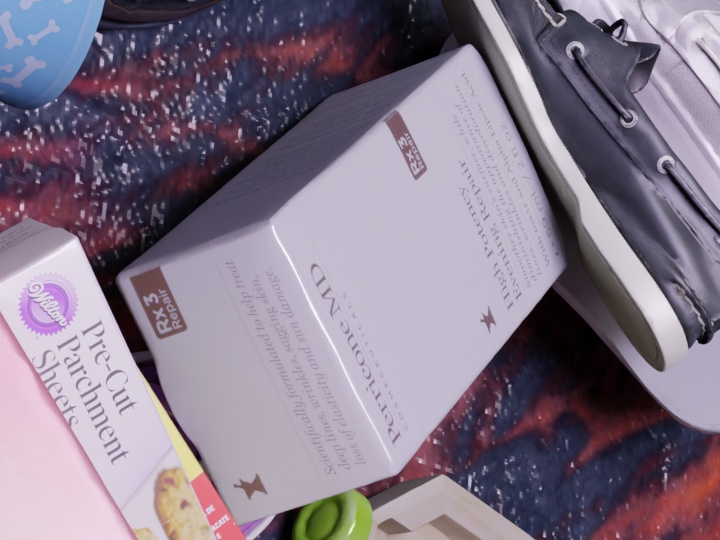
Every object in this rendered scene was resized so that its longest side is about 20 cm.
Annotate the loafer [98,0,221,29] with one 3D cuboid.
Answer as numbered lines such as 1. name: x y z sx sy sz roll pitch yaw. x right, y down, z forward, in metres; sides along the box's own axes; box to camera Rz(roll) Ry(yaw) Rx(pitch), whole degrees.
1. loafer: -0.035 -0.144 1.063 0.200 0.063 0.072 -28 101 -47

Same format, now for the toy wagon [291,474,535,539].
1. toy wagon: 0.020 0.179 1.057 0.155 0.039 0.201 37 56 -34

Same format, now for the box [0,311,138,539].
1. box: -0.149 0.060 0.758 0.128 0.109 0.200 -32 93 -19

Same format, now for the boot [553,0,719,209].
1. boot: 0.146 -0.104 1.195 0.200 0.095 0.074 54 7 -9

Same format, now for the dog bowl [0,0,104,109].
1. dog bowl: -0.131 -0.154 0.937 0.049 0.111 0.201 2 78 -32

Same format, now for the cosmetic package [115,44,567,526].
1. cosmetic package: 0.000 0.000 1.025 0.102 0.074 0.200 64 28 -12

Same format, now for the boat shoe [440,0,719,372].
1. boat shoe: 0.094 -0.062 1.100 0.066 0.075 0.200 -28 74 -6

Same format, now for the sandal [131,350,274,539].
1. sandal: -0.088 0.069 0.961 0.202 0.050 0.083 -5 83 -45

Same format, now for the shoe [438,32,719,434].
1. shoe: 0.101 -0.017 1.179 0.200 0.071 0.091 53 3 6

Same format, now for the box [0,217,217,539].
1. box: -0.067 0.082 0.840 0.041 0.039 0.201 -30 112 -20

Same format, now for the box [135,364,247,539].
1. box: -0.068 0.086 0.904 0.050 0.075 0.200 -35 112 -14
